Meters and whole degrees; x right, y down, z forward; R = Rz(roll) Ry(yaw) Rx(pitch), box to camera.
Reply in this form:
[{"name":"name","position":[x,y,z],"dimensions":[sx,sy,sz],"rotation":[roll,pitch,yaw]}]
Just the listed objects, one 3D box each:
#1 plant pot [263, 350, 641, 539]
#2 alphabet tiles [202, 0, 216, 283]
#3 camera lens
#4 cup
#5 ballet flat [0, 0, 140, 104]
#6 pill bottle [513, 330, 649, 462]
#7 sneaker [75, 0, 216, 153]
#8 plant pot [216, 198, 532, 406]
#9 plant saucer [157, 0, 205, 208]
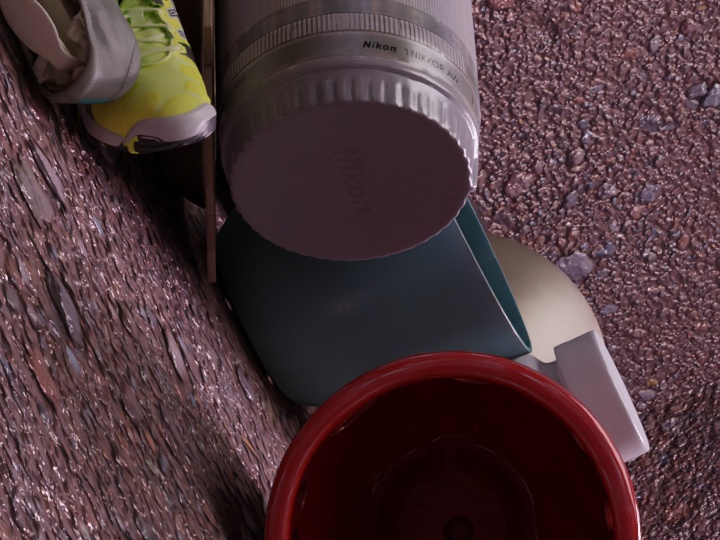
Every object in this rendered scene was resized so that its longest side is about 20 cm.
[{"name":"plant pot","position":[0.051,0.144,1.411],"dimensions":[0.201,0.200,0.182],"rotation":[64,1,2]},{"name":"alphabet tiles","position":[-0.093,-0.119,1.579],"dimensions":[0.200,0.008,0.167],"rotation":[94,-5,-52]},{"name":"camera lens","position":[-0.009,-0.127,1.552],"dimensions":[0.160,0.160,0.200],"rotation":[57,24,-46]},{"name":"cup","position":[0.065,0.087,1.869],"dimensions":[0.201,0.200,0.143],"rotation":[63,31,-6]},{"name":"ballet flat","position":[-0.187,-0.182,1.402],"dimensions":[0.064,0.067,0.200],"rotation":[-19,79,-53]},{"name":"pill bottle","position":[0.088,0.122,1.733],"dimensions":[0.110,0.200,0.110],"rotation":[62,8,-16]},{"name":"sneaker","position":[-0.138,-0.137,1.473],"dimensions":[0.200,0.075,0.077],"rotation":[-124,-156,-48]},{"name":"plant pot","position":[0.000,0.000,1.696],"dimensions":[0.201,0.161,0.201],"rotation":[61,7,-13]},{"name":"plant saucer","position":[-0.114,-0.140,1.626],"dimensions":[0.200,0.032,0.201],"rotation":[180,-90,-86]}]
